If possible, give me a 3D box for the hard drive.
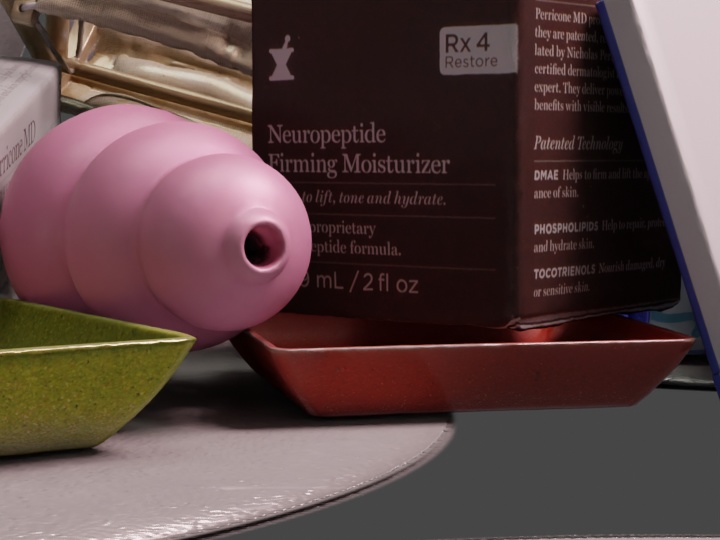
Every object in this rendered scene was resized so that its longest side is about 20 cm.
[{"bbox_3d":[0.183,-0.037,0.927,0.025,0.200,0.132,-22,-10,37],"label":"hard drive"}]

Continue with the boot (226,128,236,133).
[{"bbox_3d":[-0.054,-0.039,1.267,0.072,0.200,0.166,-19,-42,32],"label":"boot"}]

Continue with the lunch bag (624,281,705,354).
[{"bbox_3d":[0.159,0.004,1.149,0.200,0.083,0.161,3,8,40],"label":"lunch bag"}]

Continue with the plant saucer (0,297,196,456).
[{"bbox_3d":[-0.201,0.047,0.798,0.200,0.048,0.200,-2,6,-34],"label":"plant saucer"}]

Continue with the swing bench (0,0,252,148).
[{"bbox_3d":[-0.103,-0.143,1.123,0.199,0.130,0.200,15,-34,9],"label":"swing bench"}]

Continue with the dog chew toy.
[{"bbox_3d":[-0.090,-0.016,0.897,0.124,0.125,0.200,-3,5,-30],"label":"dog chew toy"}]

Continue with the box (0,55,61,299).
[{"bbox_3d":[-0.274,-0.037,1.016,0.200,0.131,0.199,4,18,2],"label":"box"}]

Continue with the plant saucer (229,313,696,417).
[{"bbox_3d":[0.037,0.041,0.946,0.199,0.037,0.200,-1,4,-13],"label":"plant saucer"}]

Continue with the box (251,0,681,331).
[{"bbox_3d":[0.056,-0.078,0.969,0.166,0.200,0.164,3,5,38],"label":"box"}]
